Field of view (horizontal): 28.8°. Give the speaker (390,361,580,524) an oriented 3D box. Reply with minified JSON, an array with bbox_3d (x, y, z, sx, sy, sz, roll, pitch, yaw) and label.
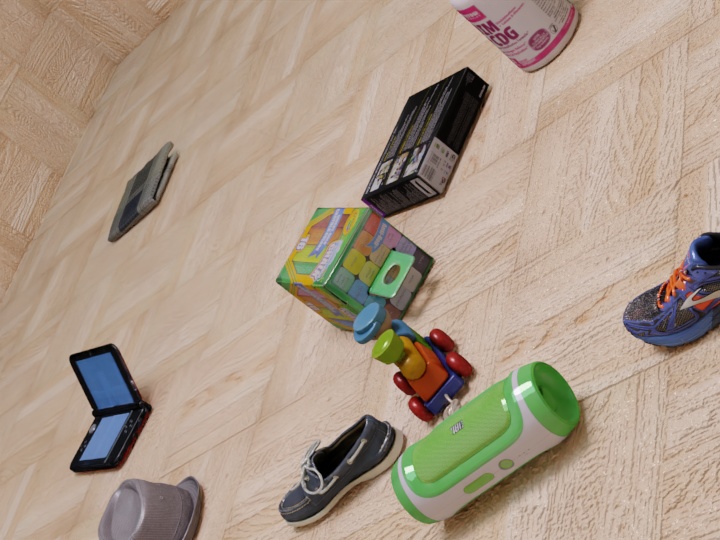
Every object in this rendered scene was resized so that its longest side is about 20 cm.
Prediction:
[{"bbox_3d":[0.124,0.174,1.412,0.200,0.088,0.089,-40,26,28],"label":"speaker"}]

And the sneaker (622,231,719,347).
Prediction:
[{"bbox_3d":[0.318,0.003,1.294,0.199,0.078,0.076,-33,29,38],"label":"sneaker"}]

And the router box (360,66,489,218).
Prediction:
[{"bbox_3d":[0.092,-0.183,2.014,0.149,0.051,0.201,-19,40,55],"label":"router box"}]

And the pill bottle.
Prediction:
[{"bbox_3d":[0.192,-0.375,1.908,0.113,0.199,0.114,-41,25,24],"label":"pill bottle"}]

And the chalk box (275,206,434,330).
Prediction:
[{"bbox_3d":[0.000,0.000,1.838,0.125,0.123,0.199,-59,24,-14],"label":"chalk box"}]

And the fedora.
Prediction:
[{"bbox_3d":[-0.305,0.351,1.958,0.177,0.090,0.200,-47,24,13],"label":"fedora"}]

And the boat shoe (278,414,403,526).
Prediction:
[{"bbox_3d":[-0.036,0.235,1.653,0.199,0.062,0.075,-37,30,34],"label":"boat shoe"}]

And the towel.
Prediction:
[{"bbox_3d":[-0.480,-0.172,3.113,0.192,0.034,0.201,-38,30,38],"label":"towel"}]

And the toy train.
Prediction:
[{"bbox_3d":[0.062,0.110,1.577,0.085,0.115,0.200,-50,23,7],"label":"toy train"}]

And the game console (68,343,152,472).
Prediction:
[{"bbox_3d":[-0.448,0.235,2.358,0.199,0.118,0.174,-16,42,55],"label":"game console"}]
